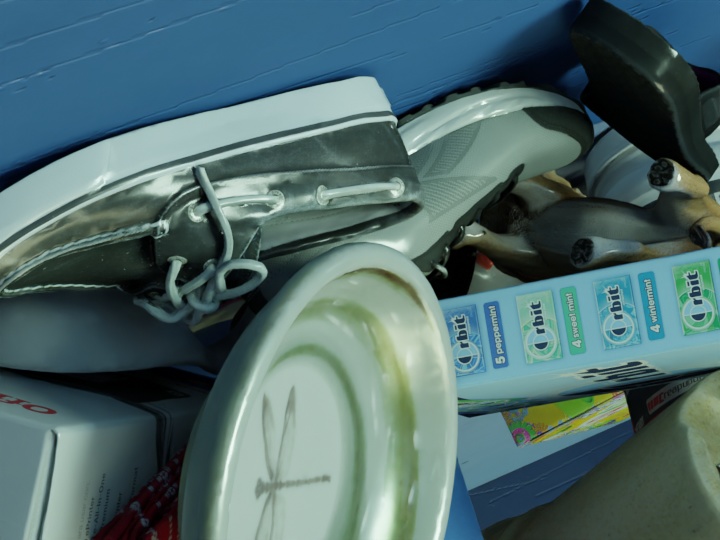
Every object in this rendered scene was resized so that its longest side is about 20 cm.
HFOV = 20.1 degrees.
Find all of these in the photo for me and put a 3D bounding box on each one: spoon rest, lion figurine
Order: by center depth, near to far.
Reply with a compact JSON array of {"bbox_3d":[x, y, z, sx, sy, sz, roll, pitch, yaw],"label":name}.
[{"bbox_3d":[-0.090,0.023,0.887,0.099,0.061,0.200,8,-165,37],"label":"spoon rest"},{"bbox_3d":[0.124,-0.019,1.009,0.122,0.073,0.200,19,180,-44],"label":"lion figurine"}]

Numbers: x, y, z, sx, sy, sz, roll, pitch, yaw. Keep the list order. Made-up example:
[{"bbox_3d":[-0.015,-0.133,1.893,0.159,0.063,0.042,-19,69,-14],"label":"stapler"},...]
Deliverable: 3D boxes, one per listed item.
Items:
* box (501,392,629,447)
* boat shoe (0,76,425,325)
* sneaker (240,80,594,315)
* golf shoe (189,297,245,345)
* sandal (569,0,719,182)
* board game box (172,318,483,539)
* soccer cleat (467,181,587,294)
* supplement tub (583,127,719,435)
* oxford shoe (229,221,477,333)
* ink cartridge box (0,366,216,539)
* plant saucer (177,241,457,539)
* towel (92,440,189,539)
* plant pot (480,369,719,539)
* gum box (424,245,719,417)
[{"bbox_3d":[0.200,0.019,1.399,0.200,0.122,0.192,-30,169,24],"label":"box"},{"bbox_3d":[-0.063,-0.016,0.781,0.199,0.068,0.074,-18,167,-35],"label":"boat shoe"},{"bbox_3d":[0.023,-0.027,0.904,0.200,0.080,0.074,-21,167,-28],"label":"sneaker"},{"bbox_3d":[-0.025,0.048,1.117,0.200,0.092,0.075,-18,166,-41],"label":"golf shoe"},{"bbox_3d":[0.140,-0.085,0.928,0.048,0.075,0.200,-52,168,-2],"label":"sandal"},{"bbox_3d":[-0.028,0.110,1.005,0.157,0.201,0.039,-1,139,-20],"label":"board game box"},{"bbox_3d":[0.095,0.009,1.193,0.200,0.069,0.078,-34,174,-41],"label":"soccer cleat"},{"bbox_3d":[0.204,0.018,1.118,0.140,0.201,0.140,-9,154,-5],"label":"supplement tub"},{"bbox_3d":[0.000,0.000,1.040,0.084,0.073,0.200,11,-159,27],"label":"oxford shoe"},{"bbox_3d":[-0.141,0.081,0.851,0.145,0.084,0.200,14,-175,23],"label":"ink cartridge box"},{"bbox_3d":[-0.024,0.086,0.806,0.050,0.201,0.200,8,-174,28],"label":"plant saucer"},{"bbox_3d":[-0.041,0.119,0.861,0.022,0.145,0.200,7,-148,28],"label":"towel"},{"bbox_3d":[0.166,0.152,0.978,0.200,0.201,0.184,-15,150,-44],"label":"plant pot"},{"bbox_3d":[0.121,0.029,0.944,0.199,0.045,0.170,-12,171,16],"label":"gum box"}]
